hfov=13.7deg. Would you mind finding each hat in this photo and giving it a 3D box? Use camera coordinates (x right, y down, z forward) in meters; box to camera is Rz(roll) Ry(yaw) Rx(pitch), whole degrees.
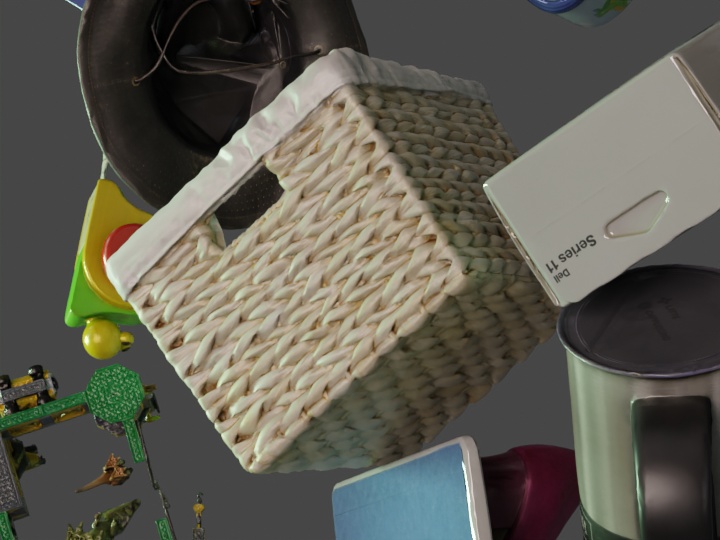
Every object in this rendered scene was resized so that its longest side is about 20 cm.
[{"bbox_3d":[-0.092,-0.128,1.846,0.081,0.200,0.201,-160,83,-70],"label":"hat"}]

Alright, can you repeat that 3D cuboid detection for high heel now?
[{"bbox_3d":[0.083,0.197,1.750,0.067,0.096,0.201,-129,44,-55],"label":"high heel"}]

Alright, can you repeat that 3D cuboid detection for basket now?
[{"bbox_3d":[0.000,0.000,1.724,0.198,0.200,0.161,-42,69,21],"label":"basket"}]

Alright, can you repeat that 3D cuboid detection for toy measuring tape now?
[{"bbox_3d":[-0.138,-0.036,1.894,0.073,0.074,0.201,-2,67,30],"label":"toy measuring tape"}]

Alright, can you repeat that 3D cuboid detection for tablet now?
[{"bbox_3d":[0.031,0.174,1.731,0.200,0.014,0.131,151,114,-64],"label":"tablet"}]

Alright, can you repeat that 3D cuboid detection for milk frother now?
[{"bbox_3d":[0.218,0.111,1.595,0.181,0.199,0.189,-117,17,-59],"label":"milk frother"}]

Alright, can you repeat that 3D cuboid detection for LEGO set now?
[{"bbox_3d":[-0.172,0.163,1.881,0.153,0.116,0.200,-25,75,-5],"label":"LEGO set"}]

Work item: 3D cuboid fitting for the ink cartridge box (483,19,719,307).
[{"bbox_3d":[0.176,-0.073,1.607,0.146,0.200,0.083,-35,90,33],"label":"ink cartridge box"}]

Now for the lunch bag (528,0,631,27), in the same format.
[{"bbox_3d":[0.109,-0.257,1.753,0.200,0.082,0.161,47,105,24],"label":"lunch bag"}]

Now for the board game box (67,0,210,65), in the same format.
[{"bbox_3d":[-0.117,-0.247,1.907,0.135,0.034,0.200,34,102,29],"label":"board game box"}]
